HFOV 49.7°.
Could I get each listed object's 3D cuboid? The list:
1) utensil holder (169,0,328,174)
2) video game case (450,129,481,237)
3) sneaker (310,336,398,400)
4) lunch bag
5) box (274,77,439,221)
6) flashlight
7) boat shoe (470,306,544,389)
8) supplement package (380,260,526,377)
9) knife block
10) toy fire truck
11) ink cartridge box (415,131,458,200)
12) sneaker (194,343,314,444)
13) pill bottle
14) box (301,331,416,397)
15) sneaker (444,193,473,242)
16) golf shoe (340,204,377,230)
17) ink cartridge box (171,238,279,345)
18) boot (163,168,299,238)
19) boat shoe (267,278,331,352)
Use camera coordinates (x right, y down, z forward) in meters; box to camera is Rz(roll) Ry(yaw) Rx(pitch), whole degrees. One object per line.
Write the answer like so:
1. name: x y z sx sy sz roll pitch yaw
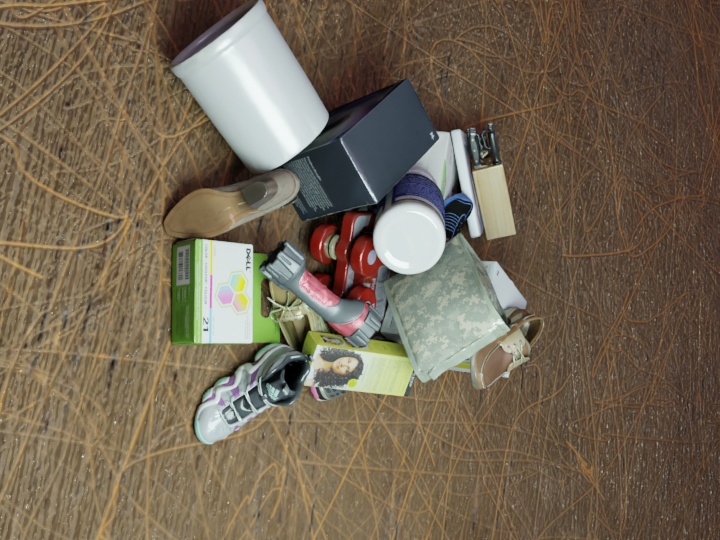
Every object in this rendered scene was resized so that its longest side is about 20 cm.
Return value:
1. utensil holder: -0.163 -0.275 1.179 0.202 0.168 0.171 54 54 -27
2. video game case: 0.214 -0.173 1.537 0.182 0.022 0.206 -32 111 -77
3. sneaker: 0.000 0.164 1.329 0.197 0.086 0.076 -21 99 -41
4. lunch bag: 0.142 0.070 1.233 0.118 0.162 0.202 46 19 -38
5. box: -0.010 -0.199 1.286 0.200 0.196 0.125 -47 115 -35
6. flashlight: -0.055 0.033 1.175 0.200 0.067 0.068 43 59 -21
7. boat shoe: 0.242 0.123 1.274 0.200 0.070 0.077 -45 127 -41
8. supplement package: 0.169 0.083 1.398 0.152 0.196 0.154 43 59 -45
9. knife block: 0.258 -0.184 1.551 0.176 0.062 0.206 44 37 -68
10. toy fire truck: 0.000 0.000 1.319 0.166 0.110 0.206 -8 109 -56
11. ink cartridge box: 0.140 -0.167 1.472 0.200 0.065 0.120 55 43 -69
12. sneaker: -0.150 0.182 1.148 0.200 0.139 0.079 -46 113 -27
13. pill bottle: 0.081 -0.089 1.258 0.117 0.114 0.201 57 19 -21
14. box: -0.001 0.152 1.252 0.195 0.050 0.077 9 110 -28
15. sneaker: 0.150 -0.063 1.384 0.199 0.077 0.071 -38 149 -30
16. golf shoe: 0.029 -0.120 1.384 0.077 0.093 0.204 32 67 -35
17. ink cartridge box: -0.184 0.036 1.183 0.197 0.075 0.152 4 82 -42
18. boot: -0.184 -0.099 1.185 0.146 0.195 0.072 -30 103 -76
19. boat shoe: -0.096 0.080 1.235 0.203 0.072 0.063 65 33 -31
